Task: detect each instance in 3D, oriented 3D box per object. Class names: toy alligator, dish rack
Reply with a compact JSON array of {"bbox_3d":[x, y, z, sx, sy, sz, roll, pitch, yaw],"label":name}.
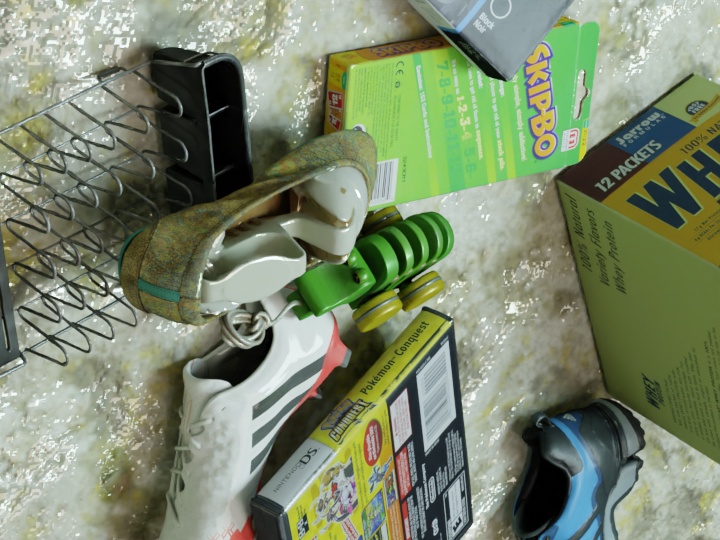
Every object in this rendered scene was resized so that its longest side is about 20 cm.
[{"bbox_3d":[0.000,0.000,1.394,0.199,0.060,0.054,-23,168,-47],"label":"toy alligator"},{"bbox_3d":[-0.146,-0.023,1.276,0.199,0.054,0.154,-29,129,-35],"label":"dish rack"}]

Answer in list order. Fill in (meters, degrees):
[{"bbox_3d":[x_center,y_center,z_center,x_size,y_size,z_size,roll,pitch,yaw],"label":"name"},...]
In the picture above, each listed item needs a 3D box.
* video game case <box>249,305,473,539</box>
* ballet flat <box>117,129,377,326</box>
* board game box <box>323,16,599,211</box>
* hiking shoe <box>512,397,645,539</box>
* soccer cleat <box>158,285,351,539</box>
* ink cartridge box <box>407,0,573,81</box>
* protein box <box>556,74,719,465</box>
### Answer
[{"bbox_3d":[0.006,0.150,1.482,0.181,0.025,0.201,-47,147,-33],"label":"video game case"},{"bbox_3d":[-0.042,-0.020,1.300,0.199,0.070,0.071,-27,129,-42],"label":"ballet flat"},{"bbox_3d":[0.062,-0.096,1.448,0.199,0.030,0.096,-12,119,-34],"label":"board game box"},{"bbox_3d":[0.136,0.185,1.643,0.086,0.074,0.202,-5,106,-31],"label":"hiking shoe"},{"bbox_3d":[-0.082,0.098,1.404,0.085,0.068,0.201,32,87,-37],"label":"soccer cleat"},{"bbox_3d":[0.108,-0.218,1.395,0.099,0.039,0.201,40,82,-25],"label":"ink cartridge box"},{"bbox_3d":[0.257,0.016,1.556,0.135,0.200,0.199,-36,132,-21],"label":"protein box"}]
